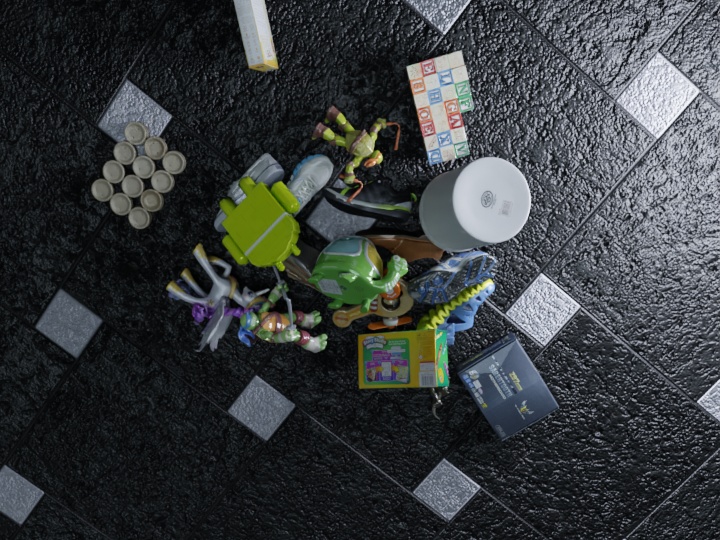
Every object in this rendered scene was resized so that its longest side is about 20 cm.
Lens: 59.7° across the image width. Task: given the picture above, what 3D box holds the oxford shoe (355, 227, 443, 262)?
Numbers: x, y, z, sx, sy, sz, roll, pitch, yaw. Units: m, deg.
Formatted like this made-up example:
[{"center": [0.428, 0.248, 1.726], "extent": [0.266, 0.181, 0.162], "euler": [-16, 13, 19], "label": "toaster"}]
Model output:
[{"center": [0.085, -0.053, 1.356], "extent": [0.197, 0.071, 0.072], "euler": [6, 109, 0], "label": "oxford shoe"}]

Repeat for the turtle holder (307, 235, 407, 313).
[{"center": [-0.010, -0.006, 1.303], "extent": [0.141, 0.133, 0.184], "euler": [40, 144, -25], "label": "turtle holder"}]

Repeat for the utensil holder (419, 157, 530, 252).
[{"center": [0.220, -0.127, 1.239], "extent": [0.167, 0.200, 0.173], "euler": [0, 89, -10], "label": "utensil holder"}]

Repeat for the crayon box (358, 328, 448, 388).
[{"center": [0.089, 0.194, 1.361], "extent": [0.198, 0.058, 0.121], "euler": [-8, 78, 33], "label": "crayon box"}]

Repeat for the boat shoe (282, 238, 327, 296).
[{"center": [-0.127, -0.012, 1.383], "extent": [0.200, 0.076, 0.071], "euler": [43, 136, -17], "label": "boat shoe"}]

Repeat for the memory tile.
[{"center": [-0.485, -0.206, 1.373], "extent": [0.152, 0.017, 0.201], "euler": [36, 103, -6], "label": "memory tile"}]

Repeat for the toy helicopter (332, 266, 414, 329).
[{"center": [0.030, 0.085, 1.403], "extent": [0.198, 0.079, 0.133], "euler": [-23, 111, 19], "label": "toy helicopter"}]

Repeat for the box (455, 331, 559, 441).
[{"center": [0.334, 0.266, 1.432], "extent": [0.157, 0.051, 0.201], "euler": [-32, 100, 9], "label": "box"}]

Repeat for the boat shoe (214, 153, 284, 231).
[{"center": [-0.248, -0.167, 1.351], "extent": [0.200, 0.073, 0.066], "euler": [-41, 71, 10], "label": "boat shoe"}]

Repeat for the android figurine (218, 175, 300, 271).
[{"center": [-0.200, -0.091, 1.274], "extent": [0.182, 0.041, 0.200], "euler": [-45, 75, 10], "label": "android figurine"}]

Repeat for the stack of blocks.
[{"center": [0.171, -0.331, 1.285], "extent": [0.113, 0.059, 0.203], "euler": [-14, 103, 6], "label": "stack of blocks"}]

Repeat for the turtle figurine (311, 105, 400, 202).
[{"center": [-0.018, -0.255, 1.290], "extent": [0.160, 0.064, 0.201], "euler": [33, 83, 3], "label": "turtle figurine"}]

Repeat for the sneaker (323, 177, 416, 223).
[{"center": [0.021, -0.160, 1.345], "extent": [0.197, 0.072, 0.084], "euler": [14, 80, -2], "label": "sneaker"}]

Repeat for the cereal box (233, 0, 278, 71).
[{"center": [-0.210, -0.496, 1.220], "extent": [0.039, 0.144, 0.203], "euler": [-10, 103, 6], "label": "cereal box"}]

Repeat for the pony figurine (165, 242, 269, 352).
[{"center": [-0.319, 0.070, 1.373], "extent": [0.199, 0.167, 0.194], "euler": [37, 88, -2], "label": "pony figurine"}]

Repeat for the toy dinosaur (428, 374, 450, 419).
[{"center": [0.173, 0.242, 1.418], "extent": [0.076, 0.103, 0.202], "euler": [-18, 112, 14], "label": "toy dinosaur"}]

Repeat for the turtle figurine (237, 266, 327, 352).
[{"center": [-0.144, 0.093, 1.333], "extent": [0.193, 0.143, 0.202], "euler": [23, 94, -44], "label": "turtle figurine"}]

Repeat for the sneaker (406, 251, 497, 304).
[{"center": [0.193, 0.014, 1.352], "extent": [0.197, 0.077, 0.077], "euler": [-18, 110, -2], "label": "sneaker"}]

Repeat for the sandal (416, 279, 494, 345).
[{"center": [0.220, 0.093, 1.386], "extent": [0.087, 0.080, 0.200], "euler": [44, 111, -11], "label": "sandal"}]

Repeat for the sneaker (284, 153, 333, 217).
[{"center": [-0.129, -0.158, 1.319], "extent": [0.200, 0.087, 0.075], "euler": [-42, 125, 8], "label": "sneaker"}]
